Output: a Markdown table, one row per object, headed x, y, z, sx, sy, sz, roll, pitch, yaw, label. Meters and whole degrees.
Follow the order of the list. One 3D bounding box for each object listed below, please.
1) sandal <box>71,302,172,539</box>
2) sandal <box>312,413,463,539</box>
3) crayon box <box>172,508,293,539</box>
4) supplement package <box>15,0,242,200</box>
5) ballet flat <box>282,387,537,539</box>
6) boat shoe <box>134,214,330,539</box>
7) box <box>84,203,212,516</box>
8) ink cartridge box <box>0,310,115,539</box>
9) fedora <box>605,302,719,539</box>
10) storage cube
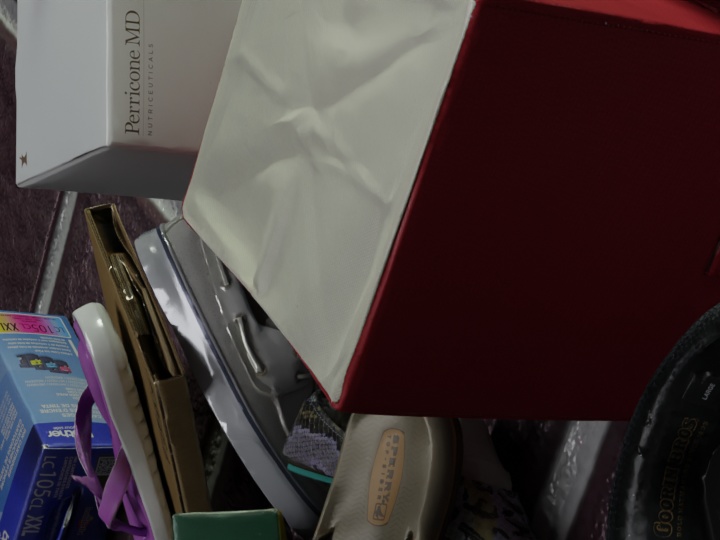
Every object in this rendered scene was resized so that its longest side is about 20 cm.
| x | y | z | sx | sy | sz | roll | pitch | yaw | label |
| --- | --- | --- | --- | --- | --- | --- | --- | --- | --- |
| -0.152 | 0.107 | 1.080 | 0.082 | 0.050 | 0.203 | -126 | 22 | -56 | sandal |
| 0.000 | 0.143 | 0.798 | 0.080 | 0.054 | 0.201 | -1 | 74 | 34 | sandal |
| -0.060 | 0.219 | 0.934 | 0.200 | 0.058 | 0.173 | 92 | 175 | -77 | crayon box |
| -0.064 | -0.101 | 0.926 | 0.120 | 0.200 | 0.122 | -12 | 77 | 57 | supplement package |
| 0.027 | 0.093 | 0.889 | 0.200 | 0.072 | 0.072 | 19 | 103 | 56 | ballet flat |
| -0.054 | 0.051 | 1.015 | 0.070 | 0.071 | 0.200 | -29 | 74 | 4 | boat shoe |
| -0.123 | 0.082 | 1.087 | 0.164 | 0.021 | 0.200 | -120 | 17 | -45 | box |
| -0.230 | 0.138 | 1.289 | 0.200 | 0.076 | 0.137 | 50 | 128 | 46 | ink cartridge box |
| 0.170 | 0.103 | 0.625 | 0.200 | 0.091 | 0.201 | -32 | 52 | 53 | fedora |
| 0.053 | -0.051 | 0.752 | 0.171 | 0.179 | 0.200 | 48 | 125 | 49 | storage cube |
